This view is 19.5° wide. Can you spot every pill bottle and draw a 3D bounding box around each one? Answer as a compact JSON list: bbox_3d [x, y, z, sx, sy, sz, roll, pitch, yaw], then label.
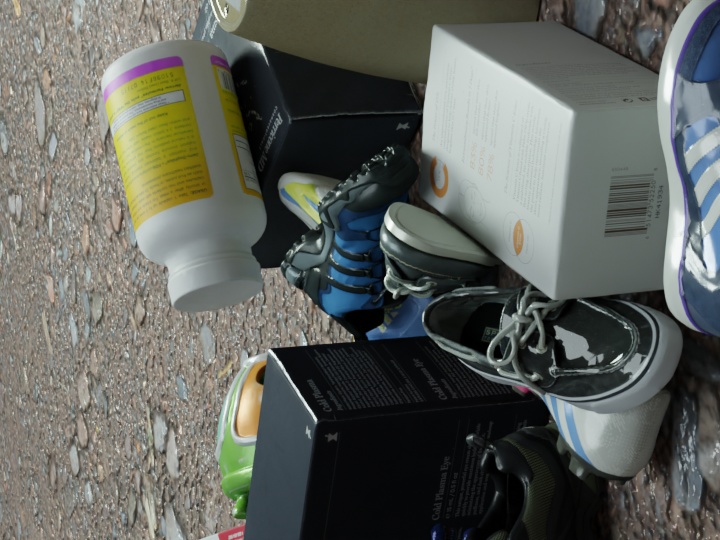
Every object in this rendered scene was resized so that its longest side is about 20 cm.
[{"bbox_3d":[-0.134,-0.073,1.645,0.104,0.104,0.200,134,125,-60],"label":"pill bottle"}]

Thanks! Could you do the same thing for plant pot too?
[{"bbox_3d":[-0.001,-0.218,1.493,0.187,0.200,0.188,175,90,-66],"label":"plant pot"}]

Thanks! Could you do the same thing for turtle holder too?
[{"bbox_3d":[-0.043,0.138,1.763,0.141,0.185,0.132,-20,74,33],"label":"turtle holder"}]

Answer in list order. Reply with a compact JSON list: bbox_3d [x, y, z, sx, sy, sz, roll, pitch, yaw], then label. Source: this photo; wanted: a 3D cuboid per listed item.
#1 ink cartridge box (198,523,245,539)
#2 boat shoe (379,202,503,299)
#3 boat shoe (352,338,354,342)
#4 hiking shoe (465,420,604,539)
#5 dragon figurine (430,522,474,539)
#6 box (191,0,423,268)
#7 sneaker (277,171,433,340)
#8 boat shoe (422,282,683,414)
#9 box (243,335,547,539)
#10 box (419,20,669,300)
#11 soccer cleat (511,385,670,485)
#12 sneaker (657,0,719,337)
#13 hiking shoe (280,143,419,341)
[{"bbox_3d":[-0.037,0.305,1.731,0.145,0.144,0.200,-30,69,61],"label":"ink cartridge box"},{"bbox_3d":[0.050,-0.001,1.398,0.062,0.073,0.200,-59,-13,7],"label":"boat shoe"},{"bbox_3d":[0.029,0.098,1.639,0.069,0.071,0.200,179,88,-68],"label":"boat shoe"},{"bbox_3d":[0.116,0.204,1.419,0.076,0.101,0.200,157,107,-66],"label":"hiking shoe"},{"bbox_3d":[0.087,0.267,1.499,0.059,0.099,0.200,-144,54,-61],"label":"dragon figurine"},{"bbox_3d":[-0.057,-0.138,1.737,0.200,0.124,0.197,115,142,-48],"label":"box"},{"bbox_3d":[0.000,0.000,1.594,0.200,0.076,0.105,30,104,36],"label":"sneaker"},{"bbox_3d":[0.115,0.039,1.320,0.199,0.068,0.074,14,80,55],"label":"boat shoe"},{"bbox_3d":[0.021,0.157,1.529,0.104,0.182,0.200,-130,42,-53],"label":"box"},{"bbox_3d":[0.125,-0.076,1.352,0.200,0.097,0.125,-138,47,-57],"label":"box"},{"bbox_3d":[0.143,0.058,1.391,0.200,0.070,0.086,52,124,49],"label":"soccer cleat"},{"bbox_3d":[0.234,-0.051,1.142,0.146,0.081,0.200,11,101,57],"label":"sneaker"},{"bbox_3d":[0.012,-0.021,1.481,0.087,0.074,0.200,48,154,7],"label":"hiking shoe"}]
